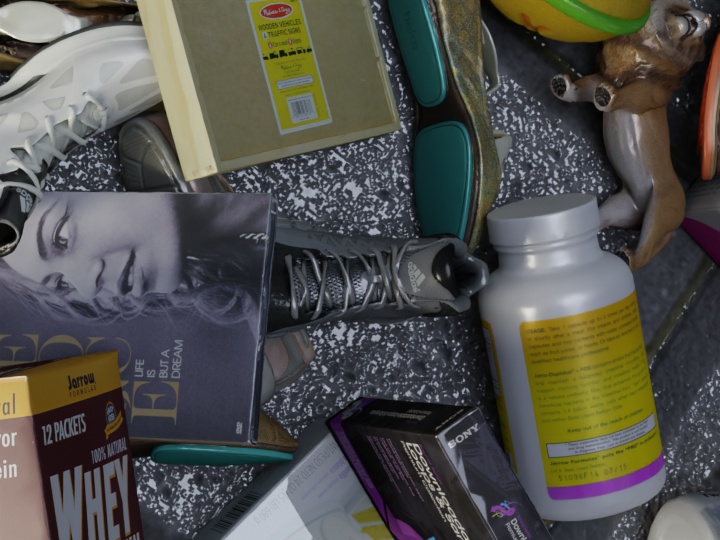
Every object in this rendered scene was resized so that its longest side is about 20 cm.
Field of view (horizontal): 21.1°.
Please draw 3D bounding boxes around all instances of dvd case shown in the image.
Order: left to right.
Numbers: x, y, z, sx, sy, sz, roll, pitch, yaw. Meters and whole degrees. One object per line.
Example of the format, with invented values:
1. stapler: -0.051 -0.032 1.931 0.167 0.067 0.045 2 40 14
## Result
1. dvd case: -0.150 0.026 1.161 0.199 0.016 0.150 1 79 19

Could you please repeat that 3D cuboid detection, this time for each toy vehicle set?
1. toy vehicle set: -0.053 -0.132 1.210 0.200 0.026 0.125 -17 94 -53

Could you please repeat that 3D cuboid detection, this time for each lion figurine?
1. lion figurine: 0.192 -0.086 1.331 0.122 0.072 0.201 -15 109 -46

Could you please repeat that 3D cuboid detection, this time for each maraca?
1. maraca: 0.113 -0.228 1.283 0.200 0.137 0.107 39 120 -2

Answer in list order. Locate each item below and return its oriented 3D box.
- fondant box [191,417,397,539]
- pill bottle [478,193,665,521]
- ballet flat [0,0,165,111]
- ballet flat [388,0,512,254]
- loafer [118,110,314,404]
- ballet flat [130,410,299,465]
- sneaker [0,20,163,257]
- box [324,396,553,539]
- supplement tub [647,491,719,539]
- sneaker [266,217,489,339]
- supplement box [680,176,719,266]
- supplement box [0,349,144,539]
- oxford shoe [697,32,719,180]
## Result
1. fondant box: -0.006 0.216 1.256 0.144 0.058 0.200 -43 102 -16
2. pill bottle: 0.136 0.055 1.272 0.104 0.104 0.201 -15 102 -18
3. ballet flat: -0.163 -0.140 1.211 0.199 0.063 0.069 5 85 -19
4. ballet flat: 0.068 -0.104 1.290 0.070 0.071 0.201 -10 92 -18
5. loafer: -0.091 -0.013 1.237 0.063 0.072 0.201 -30 104 -34
6. ballet flat: -0.139 0.092 1.214 0.199 0.068 0.073 -4 77 -9
7. sneaker: -0.186 -0.067 1.155 0.200 0.076 0.116 -21 54 1
8. box: 0.055 0.144 1.145 0.036 0.200 0.143 -33 98 -18
9. supplement tub: 0.305 0.210 1.327 0.199 0.122 0.123 -1 89 -19
10. sneaker: 0.000 0.000 1.197 0.199 0.115 0.076 -4 89 -42
11. supplement box: 0.329 -0.080 1.355 0.101 0.103 0.200 45 75 -13
12. supplement box: -0.235 0.162 1.098 0.196 0.133 0.201 -8 91 15
13. oxford shoe: 0.282 -0.150 1.337 0.072 0.071 0.201 17 75 11
